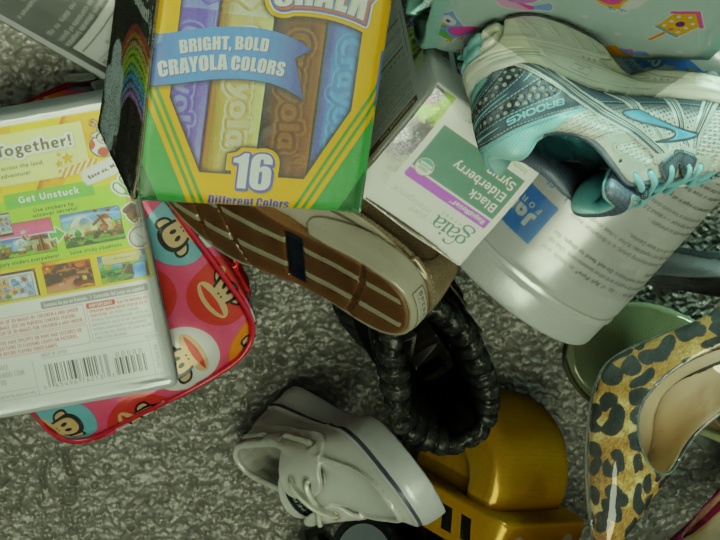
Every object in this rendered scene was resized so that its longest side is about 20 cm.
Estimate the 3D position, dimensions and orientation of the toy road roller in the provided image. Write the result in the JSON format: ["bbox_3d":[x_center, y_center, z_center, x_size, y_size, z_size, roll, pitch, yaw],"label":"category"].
[{"bbox_3d":[0.090,0.158,1.595,0.123,0.200,0.146,4,109,-54],"label":"toy road roller"}]

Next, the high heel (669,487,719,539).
[{"bbox_3d":[0.241,0.147,1.612,0.067,0.200,0.096,31,126,30],"label":"high heel"}]

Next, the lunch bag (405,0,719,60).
[{"bbox_3d":[0.117,-0.192,1.335,0.170,0.122,0.200,0,134,-9],"label":"lunch bag"}]

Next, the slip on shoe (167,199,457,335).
[{"bbox_3d":[-0.035,-0.037,1.458,0.200,0.061,0.076,28,146,23],"label":"slip on shoe"}]

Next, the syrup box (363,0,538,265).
[{"bbox_3d":[0.041,-0.093,1.456,0.079,0.200,0.081,34,109,-19],"label":"syrup box"}]

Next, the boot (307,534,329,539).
[{"bbox_3d":[-0.056,0.275,1.703,0.150,0.073,0.200,-16,122,3],"label":"boot"}]

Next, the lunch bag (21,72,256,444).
[{"bbox_3d":[-0.154,-0.011,1.545,0.176,0.082,0.200,-28,115,8],"label":"lunch bag"}]

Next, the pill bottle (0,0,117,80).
[{"bbox_3d":[-0.135,-0.167,1.452,0.200,0.114,0.114,29,110,-18],"label":"pill bottle"}]

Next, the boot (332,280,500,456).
[{"bbox_3d":[0.002,-0.001,1.521,0.079,0.158,0.211,-39,114,13],"label":"boot"}]

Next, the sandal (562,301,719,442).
[{"bbox_3d":[0.223,0.070,1.600,0.201,0.057,0.080,22,70,5],"label":"sandal"}]

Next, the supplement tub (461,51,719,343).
[{"bbox_3d":[0.148,-0.071,1.507,0.132,0.132,0.200,34,107,-19],"label":"supplement tub"}]

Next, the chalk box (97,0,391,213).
[{"bbox_3d":[-0.057,-0.145,1.348,0.124,0.125,0.200,4,110,-16],"label":"chalk box"}]

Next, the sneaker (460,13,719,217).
[{"bbox_3d":[0.141,-0.060,1.363,0.200,0.086,0.078,14,149,-22],"label":"sneaker"}]

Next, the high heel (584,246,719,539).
[{"bbox_3d":[0.211,0.078,1.513,0.143,0.200,0.071,7,160,35],"label":"high heel"}]

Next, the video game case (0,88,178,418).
[{"bbox_3d":[-0.219,-0.001,1.491,0.200,0.023,0.182,-10,112,0],"label":"video game case"}]

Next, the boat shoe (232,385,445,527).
[{"bbox_3d":[-0.019,0.121,1.554,0.066,0.200,0.072,-38,118,-15],"label":"boat shoe"}]
